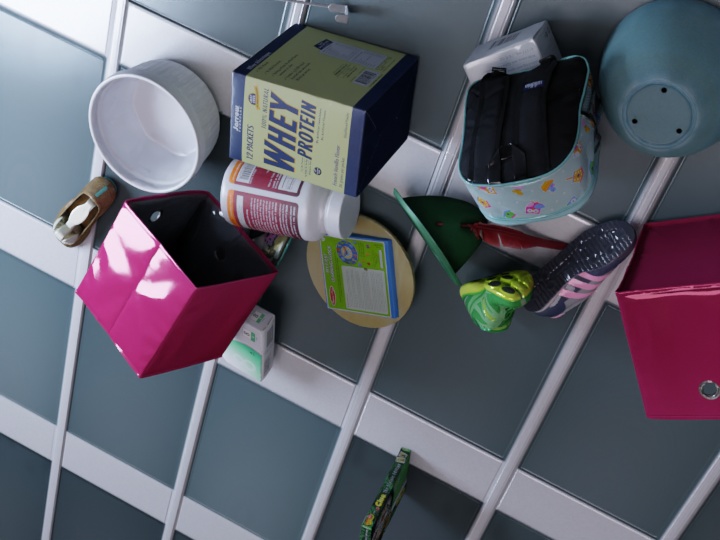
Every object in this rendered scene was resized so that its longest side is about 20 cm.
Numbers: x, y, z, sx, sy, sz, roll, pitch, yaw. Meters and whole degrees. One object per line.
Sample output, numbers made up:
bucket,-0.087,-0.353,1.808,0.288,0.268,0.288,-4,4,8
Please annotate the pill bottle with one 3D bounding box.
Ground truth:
pill bottle,-0.107,-0.108,1.789,0.198,0.113,0.114,13,126,19

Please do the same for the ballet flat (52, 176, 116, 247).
ballet flat,-0.495,-0.090,2.023,0.068,0.072,0.200,46,129,-9

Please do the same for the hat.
hat,0.171,-0.088,1.706,0.175,0.166,0.200,-35,124,2

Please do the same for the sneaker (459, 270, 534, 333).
sneaker,0.209,0.047,1.707,0.200,0.073,0.084,164,89,-77

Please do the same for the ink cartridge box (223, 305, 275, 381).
ink cartridge box,-0.240,0.090,1.990,0.199,0.050,0.162,26,146,13

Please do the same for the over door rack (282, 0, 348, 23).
over door rack,-0.096,-0.440,1.605,0.198,0.067,0.149,14,127,1

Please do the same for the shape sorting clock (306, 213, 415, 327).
shape sorting clock,0.000,0.000,1.853,0.198,0.039,0.202,14,122,22

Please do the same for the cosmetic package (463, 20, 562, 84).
cosmetic package,0.233,-0.220,1.566,0.112,0.081,0.201,-16,111,31

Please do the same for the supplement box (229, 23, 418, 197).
supplement box,-0.051,-0.230,1.625,0.198,0.200,0.135,18,126,16

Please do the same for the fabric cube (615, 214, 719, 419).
fabric cube,0.473,0.059,1.542,0.195,0.200,0.201,-5,118,30

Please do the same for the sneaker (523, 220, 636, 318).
sneaker,0.329,0.000,1.683,0.200,0.071,0.082,-37,142,29

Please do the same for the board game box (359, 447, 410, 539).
board game box,0.041,0.408,1.997,0.023,0.200,0.106,15,126,16

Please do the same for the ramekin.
ramekin,-0.315,-0.234,1.817,0.198,0.105,0.202,13,126,18

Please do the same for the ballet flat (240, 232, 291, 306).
ballet flat,-0.173,-0.008,1.914,0.071,0.070,0.201,19,133,-11

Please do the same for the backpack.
backpack,0.214,-0.148,1.445,0.174,0.201,0.154,-6,134,24

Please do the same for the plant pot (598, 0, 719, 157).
plant pot,0.387,-0.222,1.453,0.198,0.135,0.202,13,125,18

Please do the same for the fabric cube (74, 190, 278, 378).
fabric cube,-0.292,0.017,1.834,0.200,0.195,0.200,48,122,20
